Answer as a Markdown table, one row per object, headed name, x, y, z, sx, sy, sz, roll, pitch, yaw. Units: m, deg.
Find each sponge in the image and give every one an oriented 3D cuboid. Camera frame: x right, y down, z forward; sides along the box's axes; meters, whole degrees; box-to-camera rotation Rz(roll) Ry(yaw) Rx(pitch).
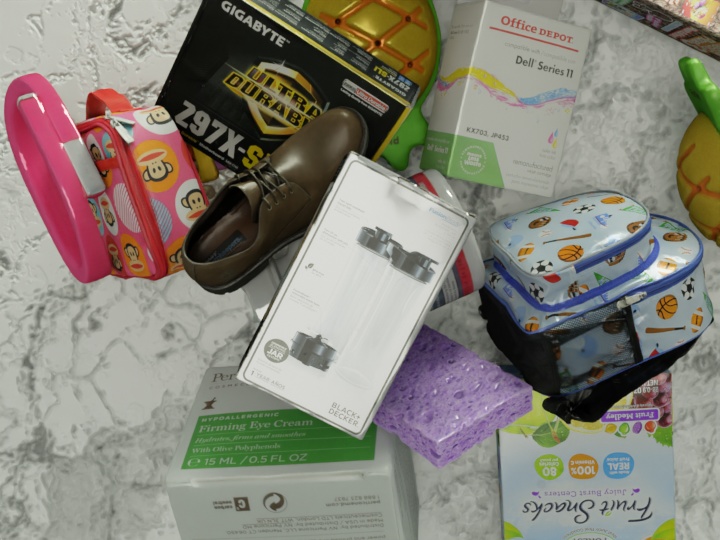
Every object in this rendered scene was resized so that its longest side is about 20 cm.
| name | x | y | z | sx | sy | sz | roll | pitch | yaw |
| --- | --- | --- | --- | --- | --- | --- | --- | --- | --- |
| sponge | 0.042 | 0.094 | 0.840 | 0.111 | 0.200 | 0.030 | -26 | 125 | -31 |

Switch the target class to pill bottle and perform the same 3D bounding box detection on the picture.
| name | x | y | z | sx | sy | sz | roll | pitch | yaw |
| --- | --- | --- | --- | --- | --- | --- | --- | --- | --- |
| pill bottle | 0.000 | 0.000 | 0.848 | 0.199 | 0.120 | 0.120 | -24 | 94 | -2 |

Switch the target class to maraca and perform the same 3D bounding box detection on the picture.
| name | x | y | z | sx | sy | sz | roll | pitch | yaw |
| --- | --- | --- | --- | --- | --- | --- | --- | --- | --- |
| maraca | 0.332 | -0.097 | 0.837 | 0.107 | 0.137 | 0.200 | -26 | 98 | 12 |
| maraca | 0.010 | -0.192 | 0.888 | 0.137 | 0.107 | 0.201 | -5 | 104 | -3 |

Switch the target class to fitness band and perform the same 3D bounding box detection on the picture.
| name | x | y | z | sx | sy | sz | roll | pitch | yaw |
| --- | --- | --- | --- | --- | --- | --- | --- | --- | --- |
| fitness band | -0.279 | -0.083 | 0.863 | 0.037 | 0.144 | 0.200 | -22 | 77 | -28 |

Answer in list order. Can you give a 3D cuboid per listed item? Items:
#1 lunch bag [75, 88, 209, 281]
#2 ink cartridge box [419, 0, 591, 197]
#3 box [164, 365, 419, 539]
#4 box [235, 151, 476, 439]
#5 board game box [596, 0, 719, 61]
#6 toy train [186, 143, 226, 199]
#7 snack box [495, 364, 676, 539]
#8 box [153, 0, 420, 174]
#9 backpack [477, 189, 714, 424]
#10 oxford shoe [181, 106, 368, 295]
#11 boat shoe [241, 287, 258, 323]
| name | x | y | z | sx | sy | sz | roll | pitch | yaw |
| --- | --- | --- | --- | --- | --- | --- | --- | --- | --- |
| lunch bag | -0.215 | -0.083 | 0.879 | 0.082 | 0.200 | 0.177 | -23 | 103 | -29 |
| ink cartridge box | 0.138 | -0.178 | 0.875 | 0.117 | 0.067 | 0.201 | 8 | 99 | -20 |
| box | -0.051 | 0.211 | 0.885 | 0.198 | 0.171 | 0.201 | -4 | 118 | 7 |
| box | -0.005 | 0.018 | 0.759 | 0.116 | 0.060 | 0.200 | 26 | 93 | -6 |
| board game box | 0.306 | -0.298 | 0.845 | 0.200 | 0.097 | 0.160 | 28 | 99 | 2 |
| toy train | -0.117 | -0.130 | 0.939 | 0.150 | 0.056 | 0.201 | 11 | 97 | -4 |
| snack box | 0.220 | 0.194 | 0.931 | 0.168 | 0.068 | 0.201 | -4 | 98 | 6 |
| box | -0.071 | -0.151 | 0.849 | 0.200 | 0.049 | 0.160 | 32 | 129 | -6 |
| backpack | 0.212 | 0.013 | 0.852 | 0.190 | 0.200 | 0.155 | -15 | 119 | -8 |
| oxford shoe | -0.068 | -0.063 | 0.779 | 0.073 | 0.084 | 0.200 | 41 | 84 | 14 |
| boat shoe | -0.061 | 0.067 | 0.945 | 0.065 | 0.074 | 0.202 | -42 | 100 | 11 |
